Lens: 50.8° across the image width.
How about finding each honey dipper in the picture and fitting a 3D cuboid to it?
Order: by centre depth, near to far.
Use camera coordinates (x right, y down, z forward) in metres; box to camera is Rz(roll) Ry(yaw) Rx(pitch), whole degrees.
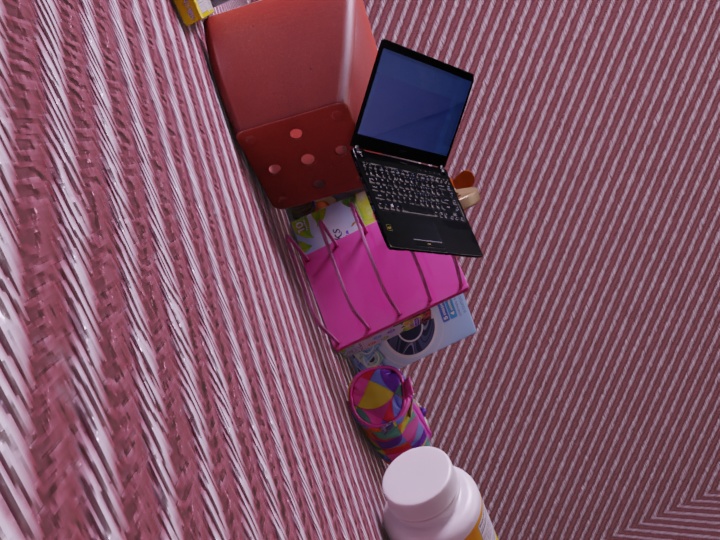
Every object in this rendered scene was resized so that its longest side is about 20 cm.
[{"bbox_3d":[-0.078,-0.056,1.220,0.202,0.037,0.039,73,-4,-52],"label":"honey dipper"}]

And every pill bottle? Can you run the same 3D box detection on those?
[{"bbox_3d":[0.091,0.289,0.813,0.110,0.107,0.203,-110,177,-62],"label":"pill bottle"}]

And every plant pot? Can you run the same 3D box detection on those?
[{"bbox_3d":[-0.067,-0.196,0.922,0.202,0.194,0.180,64,16,-52],"label":"plant pot"}]

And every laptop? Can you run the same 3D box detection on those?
[{"bbox_3d":[0.084,-0.131,0.865,0.174,0.103,0.204,4,58,-45],"label":"laptop"}]

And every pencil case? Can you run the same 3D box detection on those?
[{"bbox_3d":[0.043,0.194,0.981,0.201,0.086,0.090,67,1,-59],"label":"pencil case"}]

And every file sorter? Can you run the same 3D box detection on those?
[{"bbox_3d":[0.020,-0.013,0.971,0.126,0.196,0.142,54,12,-69],"label":"file sorter"}]

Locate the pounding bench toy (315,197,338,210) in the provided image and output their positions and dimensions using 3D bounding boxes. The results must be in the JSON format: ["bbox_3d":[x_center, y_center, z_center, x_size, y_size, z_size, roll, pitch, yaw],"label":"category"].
[{"bbox_3d":[-0.035,-0.087,1.399,0.156,0.121,0.204,62,6,-72],"label":"pounding bench toy"}]

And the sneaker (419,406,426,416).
[{"bbox_3d":[0.073,0.252,1.169,0.081,0.082,0.204,-108,176,-68],"label":"sneaker"}]

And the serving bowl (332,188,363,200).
[{"bbox_3d":[-0.014,-0.167,1.118,0.067,0.195,0.203,-66,145,-38],"label":"serving bowl"}]

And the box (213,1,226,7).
[{"bbox_3d":[-0.157,-0.465,1.062,0.184,0.196,0.107,-108,173,-74],"label":"box"}]

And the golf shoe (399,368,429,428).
[{"bbox_3d":[0.049,0.225,1.308,0.203,0.077,0.097,63,17,20],"label":"golf shoe"}]

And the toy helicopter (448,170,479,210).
[{"bbox_3d":[0.092,-0.098,1.140,0.132,0.196,0.081,-36,111,-45],"label":"toy helicopter"}]

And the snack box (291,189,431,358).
[{"bbox_3d":[0.000,0.000,1.073,0.053,0.139,0.204,67,0,-70],"label":"snack box"}]

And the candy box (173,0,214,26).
[{"bbox_3d":[-0.203,-0.338,0.868,0.201,0.026,0.104,-109,174,-69],"label":"candy box"}]

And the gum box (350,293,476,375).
[{"bbox_3d":[0.058,0.053,1.155,0.045,0.196,0.174,-157,-135,-79],"label":"gum box"}]

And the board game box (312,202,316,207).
[{"bbox_3d":[-0.136,-0.220,1.185,0.200,0.042,0.204,72,-3,-67],"label":"board game box"}]
